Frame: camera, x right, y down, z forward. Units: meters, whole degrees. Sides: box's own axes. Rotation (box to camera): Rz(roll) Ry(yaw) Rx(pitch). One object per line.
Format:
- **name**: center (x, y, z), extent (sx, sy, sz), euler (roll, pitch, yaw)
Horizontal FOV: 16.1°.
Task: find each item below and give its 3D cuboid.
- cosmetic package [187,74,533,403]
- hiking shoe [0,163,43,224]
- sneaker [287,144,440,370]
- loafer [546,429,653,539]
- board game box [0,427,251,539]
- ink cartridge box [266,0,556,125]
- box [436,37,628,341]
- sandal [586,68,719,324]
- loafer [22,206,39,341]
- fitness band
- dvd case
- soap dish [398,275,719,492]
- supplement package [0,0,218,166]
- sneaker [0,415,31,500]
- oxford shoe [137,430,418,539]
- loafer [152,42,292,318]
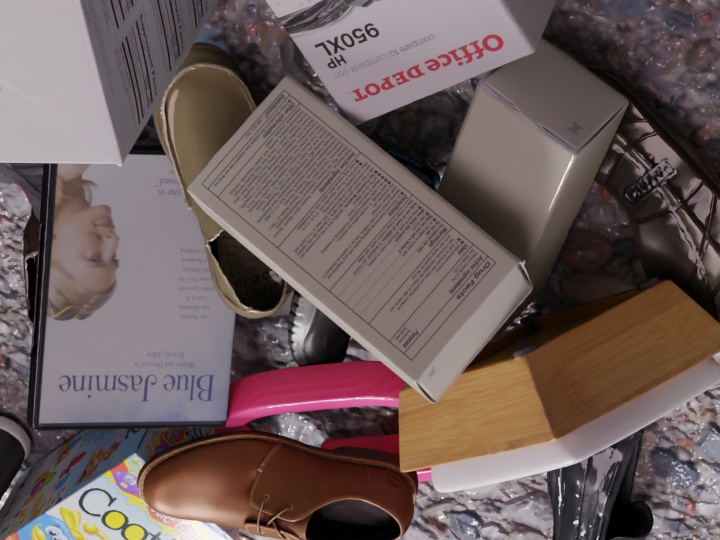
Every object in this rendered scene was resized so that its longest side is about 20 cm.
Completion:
- **cosmetic package**: center (0.000, -0.020, 1.615), extent (0.200, 0.104, 0.073), euler (41, 176, 17)
- **hiking shoe**: center (-0.186, -0.072, 1.754), extent (0.200, 0.076, 0.101), euler (36, 133, -9)
- **sneaker**: center (0.000, 0.000, 1.747), extent (0.082, 0.073, 0.200), euler (14, 132, 2)
- **loafer**: center (0.174, 0.186, 1.833), extent (0.070, 0.068, 0.201), euler (11, 127, 22)
- **board game box**: center (-0.179, 0.177, 1.928), extent (0.103, 0.105, 0.200), euler (44, 129, -16)
- **ink cartridge box**: center (0.010, -0.207, 1.573), extent (0.145, 0.084, 0.200), euler (-20, 118, 31)
- **box**: center (0.098, -0.050, 1.644), extent (0.082, 0.068, 0.200), euler (38, 142, 13)
- **sandal**: center (0.199, -0.050, 1.656), extent (0.082, 0.055, 0.200), euler (-38, 93, 32)
- **loafer**: center (-0.216, 0.037, 1.853), extent (0.073, 0.071, 0.200), euler (3, 128, 17)
- **fitness band**: center (-0.007, 0.111, 1.821), extent (0.200, 0.037, 0.144), euler (-8, 150, 24)
- **dvd case**: center (-0.153, 0.013, 1.749), extent (0.143, 0.018, 0.200), euler (0, 105, -22)
- **soap dish**: center (0.126, 0.075, 1.676), extent (0.200, 0.157, 0.081), euler (-19, 96, 60)
- **supplement package**: center (-0.217, -0.180, 1.599), extent (0.191, 0.200, 0.147), euler (2, 127, 17)
- **sneaker**: center (-0.349, 0.186, 1.999), extent (0.200, 0.099, 0.071), euler (-26, 116, 35)
- **oxford shoe**: center (-0.060, 0.160, 1.795), extent (0.200, 0.071, 0.071), euler (1, 120, 3)
- **loafer**: center (-0.082, -0.057, 1.708), extent (0.076, 0.067, 0.200), euler (-23, 112, -10)
